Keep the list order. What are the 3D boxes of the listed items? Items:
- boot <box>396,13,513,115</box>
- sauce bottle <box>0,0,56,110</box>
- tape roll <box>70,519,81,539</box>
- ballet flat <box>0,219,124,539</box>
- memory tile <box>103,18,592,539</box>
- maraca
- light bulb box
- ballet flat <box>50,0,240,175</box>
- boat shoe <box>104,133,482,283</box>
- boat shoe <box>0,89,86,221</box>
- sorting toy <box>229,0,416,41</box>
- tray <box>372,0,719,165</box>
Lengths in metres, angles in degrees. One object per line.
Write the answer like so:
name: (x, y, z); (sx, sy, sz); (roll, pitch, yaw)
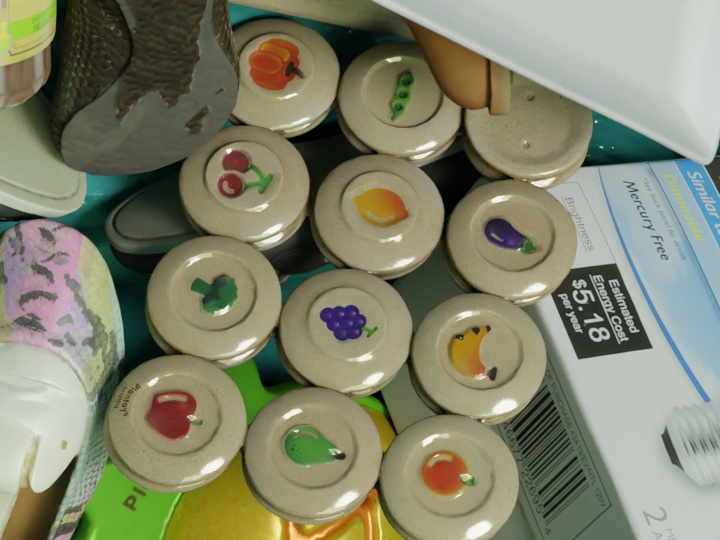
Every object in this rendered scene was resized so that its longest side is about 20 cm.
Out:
boot: (-0.034, -0.126, 0.805); (0.154, 0.074, 0.201); (-17, 116, 8)
sauce bottle: (-0.125, -0.148, 0.726); (0.064, 0.065, 0.201); (-10, 127, -24)
tape roll: (-0.202, 0.097, 0.900); (0.200, 0.048, 0.201); (-13, 123, -21)
ballet flat: (-0.133, 0.081, 0.845); (0.069, 0.071, 0.201); (18, 113, 1)
memory tile: (0.000, 0.000, 0.852); (0.153, 0.201, 0.017); (13, 153, 3)
maraca: (-0.041, 0.103, 0.949); (0.200, 0.107, 0.137); (37, 84, -44)
light bulb box: (0.136, 0.067, 0.942); (0.199, 0.199, 0.125); (-7, 153, -32)
ballet flat: (-0.075, -0.089, 0.784); (0.067, 0.047, 0.200); (-13, 159, -12)
boat shoe: (-0.004, -0.024, 0.923); (0.199, 0.067, 0.057); (-21, 122, -21)
boat shoe: (-0.185, -0.057, 0.806); (0.066, 0.075, 0.199); (-32, 146, 28)
sorting toy: (0.020, -0.175, 0.863); (0.199, 0.036, 0.186); (10, 113, -33)
tray: (0.066, -0.113, 0.780); (0.200, 0.022, 0.108); (21, 77, -45)
